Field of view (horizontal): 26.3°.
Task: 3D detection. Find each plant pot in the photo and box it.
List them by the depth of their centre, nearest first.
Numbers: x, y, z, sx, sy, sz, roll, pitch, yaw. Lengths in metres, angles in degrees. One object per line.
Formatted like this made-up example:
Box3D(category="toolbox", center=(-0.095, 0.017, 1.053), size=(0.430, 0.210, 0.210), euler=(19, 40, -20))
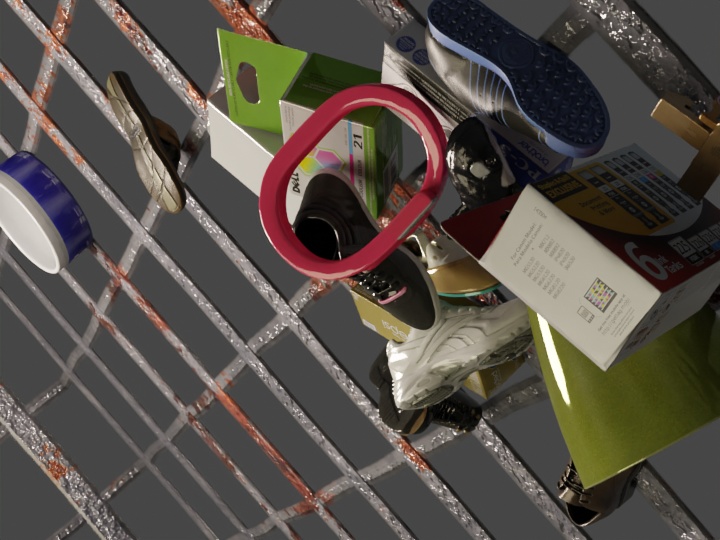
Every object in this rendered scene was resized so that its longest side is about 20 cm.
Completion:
Box3D(category="plant pot", center=(0.228, 0.059, 1.349), size=(0.200, 0.187, 0.187), euler=(61, 158, 9))

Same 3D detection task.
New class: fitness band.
Box3D(category="fitness band", center=(-0.006, -0.082, 1.430), size=(0.200, 0.037, 0.144), euler=(-45, 80, 22))

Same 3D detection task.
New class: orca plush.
Box3D(category="orca plush", center=(0.100, -0.056, 1.369), size=(0.105, 0.071, 0.200), euler=(57, 176, 23))

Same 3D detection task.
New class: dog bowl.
Box3D(category="dog bowl", center=(-0.538, -0.097, 2.556), size=(0.200, 0.079, 0.200), euler=(39, 154, 23))

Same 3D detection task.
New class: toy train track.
Box3D(category="toy train track", center=(0.312, -0.073, 1.164), size=(0.200, 0.033, 0.115), euler=(39, 148, 10))

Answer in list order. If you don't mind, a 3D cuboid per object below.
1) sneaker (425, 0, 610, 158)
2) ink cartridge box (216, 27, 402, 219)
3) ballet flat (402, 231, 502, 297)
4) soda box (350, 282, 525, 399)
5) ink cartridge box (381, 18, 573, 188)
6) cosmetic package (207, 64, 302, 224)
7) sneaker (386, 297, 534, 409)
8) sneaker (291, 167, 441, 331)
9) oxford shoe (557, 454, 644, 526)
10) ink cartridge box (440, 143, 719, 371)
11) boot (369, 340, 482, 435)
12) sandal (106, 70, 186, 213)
Box3D(category="sneaker", center=(0.133, -0.155, 1.312), size=(0.200, 0.070, 0.078), euler=(46, 162, 23))
Box3D(category="ink cartridge box", center=(-0.062, -0.148, 1.564), size=(0.200, 0.076, 0.148), euler=(17, 146, 14))
Box3D(category="ballet flat", center=(0.076, -0.009, 1.630), size=(0.200, 0.069, 0.063), euler=(2, 113, 58))
Box3D(category="soda box", center=(0.085, 0.061, 1.708), size=(0.200, 0.068, 0.064), euler=(30, 153, 38))
Box3D(category="ink cartridge box", center=(0.104, -0.135, 1.411), size=(0.200, 0.044, 0.094), euler=(41, 157, 19))
Box3D(category="cosmetic package", center=(-0.075, -0.123, 1.704), size=(0.200, 0.081, 0.113), euler=(42, 155, 19))
Box3D(category="sneaker", center=(0.102, 0.061, 1.587), size=(0.078, 0.200, 0.099), euler=(16, -134, -60))
Box3D(category="sneaker", center=(0.000, 0.000, 1.524), size=(0.071, 0.099, 0.200), euler=(-30, 105, 33))
Box3D(category="oxford shoe", center=(0.250, 0.212, 1.631), size=(0.073, 0.084, 0.200), euler=(36, 152, 32))
Box3D(category="ink cartridge box", center=(0.189, -0.030, 1.215), size=(0.176, 0.200, 0.084), euler=(41, 121, 17))
Box3D(category="boot", center=(0.092, 0.156, 1.758), size=(0.138, 0.077, 0.200), euler=(33, -166, -15))
Box3D(category="sandal", center=(-0.270, -0.173, 2.013), size=(0.200, 0.055, 0.082), euler=(64, 151, 3))
